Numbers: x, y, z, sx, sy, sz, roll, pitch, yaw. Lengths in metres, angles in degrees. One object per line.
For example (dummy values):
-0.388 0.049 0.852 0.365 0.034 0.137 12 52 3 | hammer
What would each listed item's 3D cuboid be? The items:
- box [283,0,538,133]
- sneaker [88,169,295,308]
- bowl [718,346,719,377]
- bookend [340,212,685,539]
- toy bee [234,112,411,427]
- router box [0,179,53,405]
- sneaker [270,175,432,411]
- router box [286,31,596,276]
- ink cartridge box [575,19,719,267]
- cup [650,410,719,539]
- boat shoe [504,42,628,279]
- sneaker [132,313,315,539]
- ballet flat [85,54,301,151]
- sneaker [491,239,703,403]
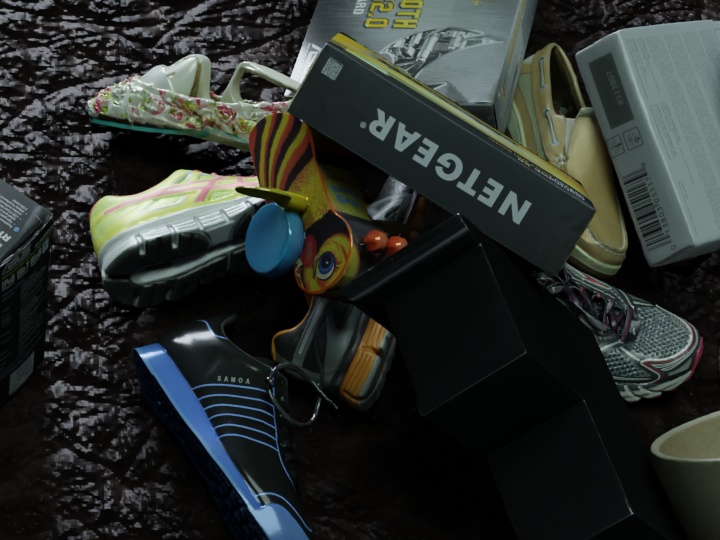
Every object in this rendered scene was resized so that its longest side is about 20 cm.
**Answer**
0.043 -0.175 1.543 0.157 0.049 0.201 3 47 17 | box
-0.096 -0.041 1.431 0.198 0.079 0.090 -11 40 -27 | sneaker
0.355 0.055 1.426 0.199 0.095 0.202 5 52 -7 | bowl
0.100 0.102 1.268 0.092 0.199 0.201 -32 55 15 | bookend
-0.012 -0.020 1.327 0.130 0.108 0.201 -13 78 -49 | toy bee
-0.291 -0.021 1.327 0.199 0.150 0.062 32 52 14 | router box
0.000 0.000 1.416 0.077 0.079 0.201 14 51 9 | sneaker
0.053 -0.079 1.347 0.199 0.052 0.157 32 9 -3 | router box
0.252 -0.099 1.515 0.199 0.057 0.164 -12 81 -52 | ink cartridge box
0.292 0.158 1.285 0.199 0.200 0.145 -15 94 -21 | cup
0.152 -0.086 1.491 0.071 0.076 0.201 18 38 -42 | boat shoe
-0.068 0.107 1.321 0.077 0.070 0.200 -25 59 -19 | sneaker
-0.098 -0.119 1.475 0.198 0.065 0.076 12 10 13 | ballet flat
0.138 0.029 1.418 0.198 0.075 0.081 17 50 2 | sneaker
